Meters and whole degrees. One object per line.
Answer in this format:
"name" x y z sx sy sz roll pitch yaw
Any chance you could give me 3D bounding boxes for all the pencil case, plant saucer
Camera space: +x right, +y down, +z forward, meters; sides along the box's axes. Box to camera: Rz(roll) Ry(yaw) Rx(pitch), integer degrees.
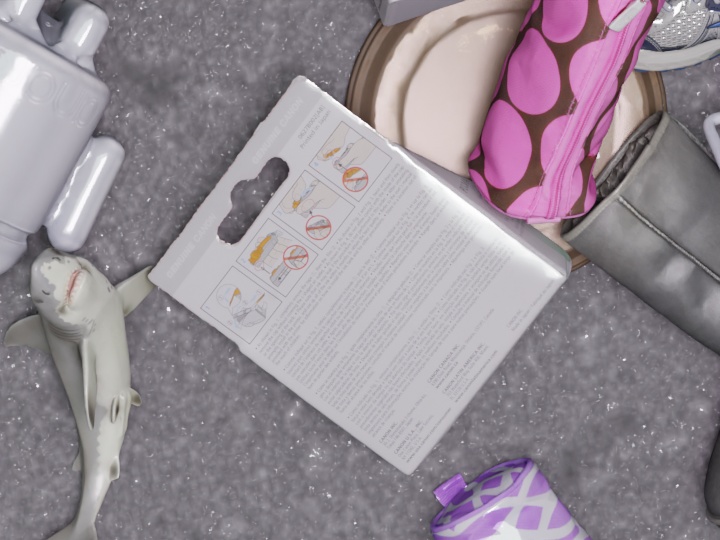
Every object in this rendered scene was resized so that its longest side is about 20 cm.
"pencil case" 0.120 0.210 1.475 0.084 0.085 0.201 -31 96 -11
"pencil case" 0.125 -0.117 1.378 0.090 0.094 0.201 0 130 -24
"plant saucer" 0.090 -0.089 1.479 0.199 0.029 0.201 0 94 -5

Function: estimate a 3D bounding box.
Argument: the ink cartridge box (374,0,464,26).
"ink cartridge box" 0.050 -0.264 1.422 0.145 0.084 0.201 -18 87 -3

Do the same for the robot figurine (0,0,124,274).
"robot figurine" -0.221 -0.077 1.414 0.169 0.113 0.201 28 92 -15

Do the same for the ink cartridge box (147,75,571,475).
"ink cartridge box" 0.000 0.000 1.454 0.200 0.050 0.161 37 105 -4

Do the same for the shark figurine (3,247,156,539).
"shark figurine" -0.179 0.072 1.461 0.089 0.128 0.216 10 113 20

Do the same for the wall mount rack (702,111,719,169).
"wall mount rack" 0.294 -0.118 1.415 0.173 0.201 0.075 -9 53 -13

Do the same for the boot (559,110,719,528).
"boot" 0.200 0.032 1.460 0.200 0.072 0.182 37 77 -22

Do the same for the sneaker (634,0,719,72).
"sneaker" 0.219 -0.173 1.443 0.199 0.085 0.077 -5 61 -9
